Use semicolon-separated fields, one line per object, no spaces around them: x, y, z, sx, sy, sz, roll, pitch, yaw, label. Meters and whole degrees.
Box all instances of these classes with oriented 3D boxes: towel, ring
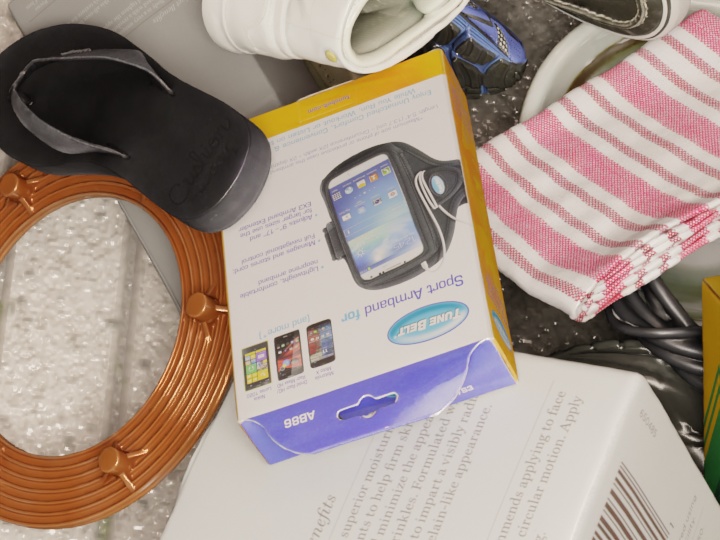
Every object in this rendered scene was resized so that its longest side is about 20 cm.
0.139;-0.059;1.170;0.199;0.030;0.146;-32;37;-18;towel
-0.142;0.025;1.134;0.199;0.019;0.202;-12;68;30;ring

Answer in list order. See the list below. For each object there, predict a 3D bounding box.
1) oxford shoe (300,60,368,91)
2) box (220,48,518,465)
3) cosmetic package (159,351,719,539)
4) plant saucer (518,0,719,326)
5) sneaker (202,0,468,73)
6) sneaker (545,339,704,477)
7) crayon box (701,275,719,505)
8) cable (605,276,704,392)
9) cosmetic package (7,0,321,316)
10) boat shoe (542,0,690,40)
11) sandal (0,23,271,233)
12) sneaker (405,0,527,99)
-0.028;-0.105;1.240;0.075;0.071;0.200;-40;77;-15;oxford shoe
0.000;0.000;1.045;0.118;0.042;0.201;-19;50;13;box
0.037;0.139;1.058;0.199;0.165;0.165;10;62;33;cosmetic package
0.177;-0.049;1.257;0.199;0.050;0.201;3;68;-7;plant saucer
0.027;-0.168;1.123;0.115;0.074;0.200;19;62;43;sneaker
0.176;0.097;1.189;0.199;0.076;0.091;20;73;2;sneaker
0.228;0.063;1.109;0.126;0.051;0.201;-9;115;-11;crayon box
0.212;0.004;1.185;0.199;0.051;0.164;-23;75;-25;cable
-0.081;-0.080;1.194;0.107;0.090;0.201;-33;78;17;cosmetic package
0.077;-0.175;1.227;0.199;0.071;0.064;33;46;13;boat shoe
-0.119;-0.077;1.113;0.200;0.043;0.076;20;81;43;sandal
0.015;-0.172;1.272;0.200;0.075;0.078;40;65;7;sneaker
